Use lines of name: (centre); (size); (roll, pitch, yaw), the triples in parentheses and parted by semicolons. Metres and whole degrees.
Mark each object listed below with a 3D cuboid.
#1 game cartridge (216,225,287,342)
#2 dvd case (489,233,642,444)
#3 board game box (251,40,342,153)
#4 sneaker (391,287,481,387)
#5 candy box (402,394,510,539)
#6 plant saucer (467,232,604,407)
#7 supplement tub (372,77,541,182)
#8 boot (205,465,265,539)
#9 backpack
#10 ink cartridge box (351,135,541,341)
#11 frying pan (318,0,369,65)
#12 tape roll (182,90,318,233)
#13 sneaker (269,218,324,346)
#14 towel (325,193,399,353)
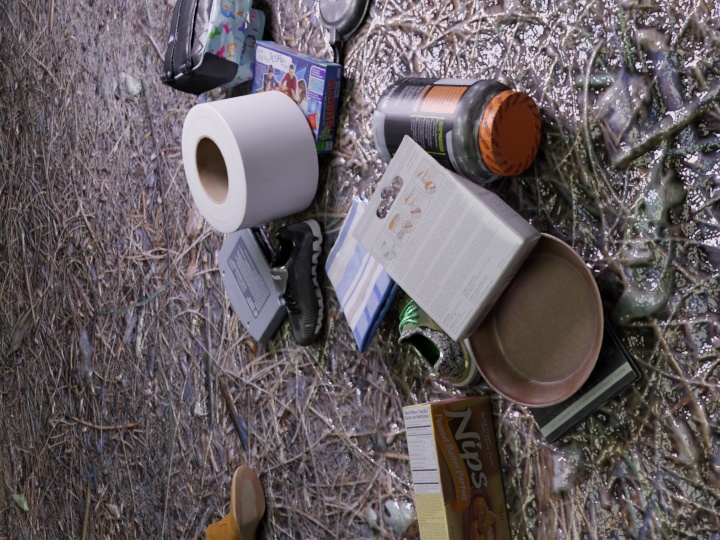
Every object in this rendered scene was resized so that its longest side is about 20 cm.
game cartridge: (-0.185, 0.017, 1.475); (0.134, 0.040, 0.201); (-52, 54, 31)
dvd case: (0.228, 0.081, 1.014); (0.149, 0.016, 0.202); (-49, 55, 36)
board game box: (-0.109, -0.283, 1.370); (0.199, 0.034, 0.138); (32, 121, 43)
sneaker: (0.080, 0.072, 1.128); (0.201, 0.088, 0.078); (52, 126, 36)
candy box: (0.122, 0.264, 1.062); (0.055, 0.114, 0.204); (-17, 78, 46)
plant saucer: (0.208, 0.057, 0.998); (0.199, 0.036, 0.205); (-2, 87, 49)
supplement tub: (0.118, -0.176, 1.057); (0.198, 0.121, 0.125); (17, 103, 47)
boot: (-0.230, 0.449, 1.502); (0.143, 0.070, 0.205); (-13, 85, 45)
backpack: (-0.252, -0.414, 1.456); (0.176, 0.149, 0.204); (-5, 82, 52)
ink cartridge box: (0.098, -0.041, 1.030); (0.200, 0.050, 0.162); (46, 123, 23)
frying pan: (-0.043, -0.384, 1.314); (0.115, 0.031, 0.192); (46, 120, 40)
tape roll: (-0.178, -0.173, 1.350); (0.201, 0.138, 0.206); (27, 126, 45)
sneaker: (-0.107, 0.020, 1.342); (0.066, 0.089, 0.204); (1, 91, 49)
towel: (0.000, 0.000, 1.227); (0.148, 0.023, 0.201); (-64, 30, 29)
